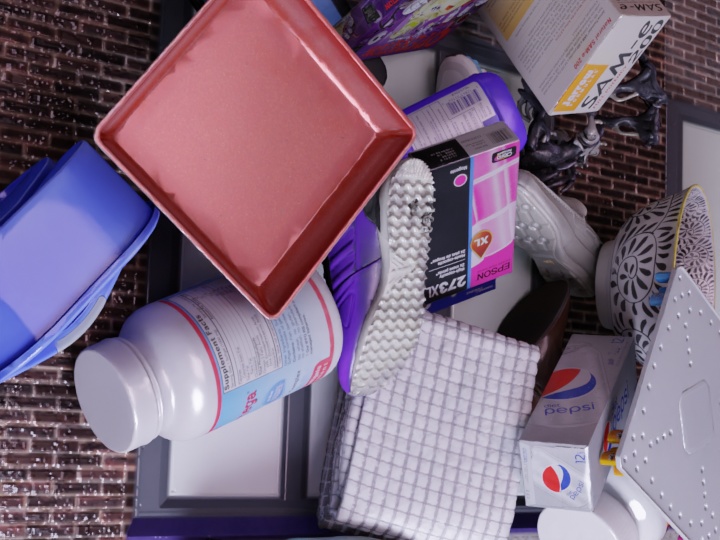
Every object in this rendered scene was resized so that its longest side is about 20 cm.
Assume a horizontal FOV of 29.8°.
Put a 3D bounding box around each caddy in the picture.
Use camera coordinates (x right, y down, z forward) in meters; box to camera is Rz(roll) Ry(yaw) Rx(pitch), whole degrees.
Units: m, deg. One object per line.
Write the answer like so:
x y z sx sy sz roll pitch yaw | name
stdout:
-0.227 0.004 0.947 0.105 0.141 0.200 51 58 -20 | caddy

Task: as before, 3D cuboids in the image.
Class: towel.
0.056 0.142 1.183 0.164 0.086 0.202 16 70 -13 | towel

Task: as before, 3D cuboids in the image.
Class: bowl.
0.290 0.016 1.351 0.200 0.093 0.204 0 90 -65 | bowl

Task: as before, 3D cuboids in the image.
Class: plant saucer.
-0.078 -0.102 1.018 0.200 0.037 0.201 47 68 -25 | plant saucer

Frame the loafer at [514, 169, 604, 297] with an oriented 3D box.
0.188 -0.046 1.327 0.200 0.069 0.070 47 58 -49 | loafer

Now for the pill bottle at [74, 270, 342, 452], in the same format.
-0.117 0.066 1.053 0.199 0.108 0.110 -23 101 -38 | pill bottle

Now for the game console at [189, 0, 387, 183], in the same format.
-0.055 -0.195 1.119 0.176 0.116 0.201 -43 113 -24 | game console

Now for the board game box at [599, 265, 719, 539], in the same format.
0.295 0.133 1.228 0.200 0.026 0.202 45 57 -38 | board game box

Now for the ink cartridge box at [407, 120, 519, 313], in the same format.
0.089 -0.033 1.196 0.094 0.037 0.201 -20 138 -17 | ink cartridge box

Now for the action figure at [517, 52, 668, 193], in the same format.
0.200 -0.139 1.340 0.198 0.103 0.119 -23 137 -1 | action figure

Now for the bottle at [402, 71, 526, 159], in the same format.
0.047 -0.101 1.191 0.198 0.065 0.084 -28 94 -11 | bottle

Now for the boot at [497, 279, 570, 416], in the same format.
0.203 0.139 1.347 0.200 0.064 0.187 50 57 -29 | boot

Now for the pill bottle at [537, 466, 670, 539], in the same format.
0.256 0.201 1.284 0.200 0.109 0.111 -39 110 -41 | pill bottle

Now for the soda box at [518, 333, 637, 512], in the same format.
0.199 0.131 1.213 0.200 0.063 0.069 -49 136 -56 | soda box

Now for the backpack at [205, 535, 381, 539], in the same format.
-0.032 0.291 1.093 0.198 0.126 0.169 -3 84 -43 | backpack

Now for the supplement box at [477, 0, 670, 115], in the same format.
0.180 -0.262 1.261 0.073 0.126 0.201 -9 59 -38 | supplement box

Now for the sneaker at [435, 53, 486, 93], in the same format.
0.078 -0.105 1.256 0.086 0.075 0.203 4 83 -33 | sneaker

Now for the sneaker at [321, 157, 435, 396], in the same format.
0.000 0.000 1.127 0.069 0.099 0.203 2 101 -49 | sneaker

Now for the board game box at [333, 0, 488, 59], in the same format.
0.055 -0.231 1.178 0.033 0.119 0.199 60 32 3 | board game box
